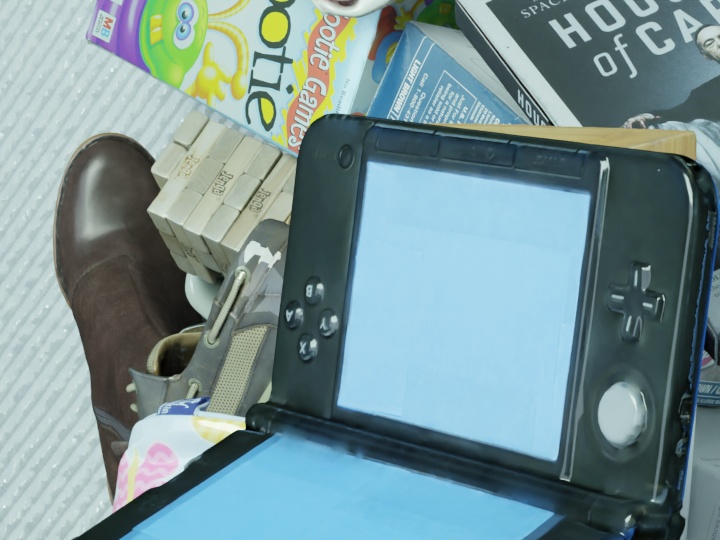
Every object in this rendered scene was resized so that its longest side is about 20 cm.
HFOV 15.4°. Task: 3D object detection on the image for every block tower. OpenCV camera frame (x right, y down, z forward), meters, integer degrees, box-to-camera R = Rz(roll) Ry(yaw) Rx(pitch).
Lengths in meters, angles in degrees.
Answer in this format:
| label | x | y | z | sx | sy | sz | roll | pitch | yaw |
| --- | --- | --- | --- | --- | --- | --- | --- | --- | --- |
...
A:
| label | x | y | z | sx | sy | sz | roll | pitch | yaw |
| --- | --- | --- | --- | --- | --- | --- | --- | --- | --- |
| block tower | 0.000 | 0.000 | 1.150 | 0.199 | 0.058 | 0.054 | 24 | 70 | 26 |

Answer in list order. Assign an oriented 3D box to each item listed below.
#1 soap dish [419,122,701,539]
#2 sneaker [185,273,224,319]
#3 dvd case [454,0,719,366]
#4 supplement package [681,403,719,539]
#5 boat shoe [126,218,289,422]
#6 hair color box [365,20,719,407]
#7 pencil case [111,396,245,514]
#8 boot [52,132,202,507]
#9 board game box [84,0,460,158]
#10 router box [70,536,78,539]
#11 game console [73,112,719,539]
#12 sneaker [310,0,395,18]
| label | x | y | z | sx | sy | sz | roll | pitch | yaw |
| --- | --- | --- | --- | --- | --- | --- | --- | --- | --- |
| soap dish | 0.043 | 0.047 | 0.945 | 0.157 | 0.081 | 0.201 | 6 | 91 | 51 |
| sneaker | -0.013 | 0.046 | 1.197 | 0.200 | 0.086 | 0.075 | 34 | 108 | 45 |
| dvd case | 0.145 | -0.066 | 0.997 | 0.200 | 0.150 | 0.025 | 56 | 164 | 37 |
| supplement package | 0.114 | 0.112 | 1.011 | 0.200 | 0.119 | 0.122 | 26 | 106 | 48 |
| boat shoe | -0.057 | 0.053 | 1.125 | 0.073 | 0.074 | 0.200 | 40 | 123 | 8 |
| hair color box | 0.095 | -0.023 | 1.069 | 0.200 | 0.100 | 0.061 | 45 | 118 | 43 |
| pencil case | -0.059 | 0.154 | 1.009 | 0.090 | 0.083 | 0.201 | -3 | 66 | 33 |
| boot | -0.096 | 0.031 | 1.265 | 0.166 | 0.072 | 0.201 | -179 | 81 | -77 |
| board game box | -0.020 | -0.116 | 1.214 | 0.200 | 0.105 | 0.104 | 30 | 106 | 47 |
| router box | -0.067 | 0.226 | 1.161 | 0.062 | 0.200 | 0.150 | -40 | 41 | -18 |
| game console | -0.002 | 0.038 | 0.844 | 0.200 | 0.118 | 0.172 | 11 | 95 | 50 |
| sneaker | -0.034 | -0.156 | 1.094 | 0.199 | 0.076 | 0.105 | -1 | 45 | 28 |
